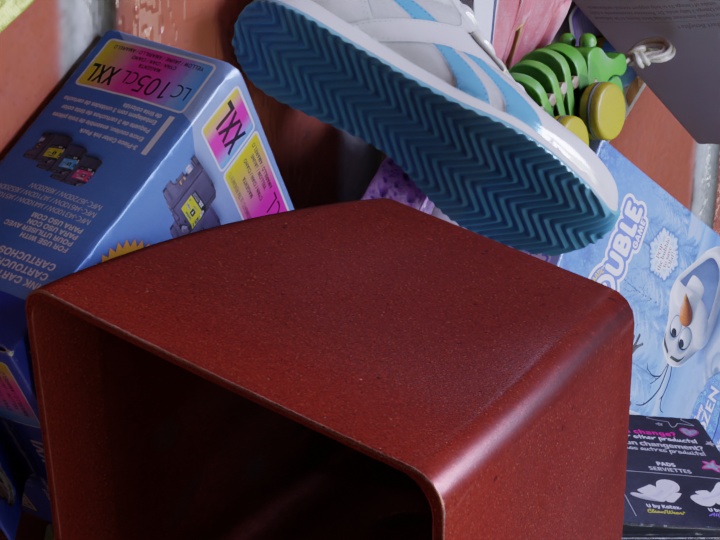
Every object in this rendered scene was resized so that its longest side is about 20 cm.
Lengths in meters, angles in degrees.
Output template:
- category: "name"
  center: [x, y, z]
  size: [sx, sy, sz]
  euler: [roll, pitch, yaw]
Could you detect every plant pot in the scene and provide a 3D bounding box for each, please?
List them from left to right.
- category: "plant pot"
  center: [0.006, 0.082, 0.906]
  size: [0.176, 0.200, 0.200]
  euler: [-35, 136, -39]

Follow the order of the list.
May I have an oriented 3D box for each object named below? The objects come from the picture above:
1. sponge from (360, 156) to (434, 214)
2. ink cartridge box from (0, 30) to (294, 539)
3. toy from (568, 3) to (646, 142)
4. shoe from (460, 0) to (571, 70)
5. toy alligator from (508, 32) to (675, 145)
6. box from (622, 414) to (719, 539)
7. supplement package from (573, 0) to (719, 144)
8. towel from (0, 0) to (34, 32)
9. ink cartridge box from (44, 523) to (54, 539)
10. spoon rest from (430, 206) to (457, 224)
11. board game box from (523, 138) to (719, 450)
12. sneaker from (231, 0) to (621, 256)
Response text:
- category: "sponge"
  center: [0.000, 0.000, 1.100]
  size: [0.200, 0.030, 0.112]
  euler: [-60, 177, -40]
- category: "ink cartridge box"
  center: [-0.114, 0.019, 0.957]
  size: [0.200, 0.076, 0.137]
  euler: [-54, 144, -27]
- category: "toy"
  center: [0.193, -0.173, 1.385]
  size: [0.200, 0.047, 0.115]
  euler: [-52, 144, -31]
- category: "shoe"
  center: [0.067, -0.182, 1.162]
  size: [0.091, 0.071, 0.200]
  euler: [-29, 133, -51]
- category: "toy alligator"
  center: [0.108, -0.098, 1.183]
  size: [0.200, 0.059, 0.054]
  euler: [-42, 127, -43]
- category: "box"
  center: [0.100, 0.178, 1.092]
  size: [0.132, 0.115, 0.200]
  euler: [5, 115, -16]
- category: "supplement package"
  center: [0.208, -0.173, 1.284]
  size: [0.200, 0.117, 0.117]
  euler: [43, 66, -34]
- category: "towel"
  center: [-0.174, -0.101, 0.858]
  size: [0.200, 0.018, 0.086]
  euler: [-51, 143, -34]
- category: "ink cartridge box"
  center: [-0.061, 0.197, 1.061]
  size: [0.200, 0.048, 0.146]
  euler: [6, 99, -25]
- category: "spoon rest"
  center: [0.049, 0.017, 1.224]
  size: [0.099, 0.061, 0.200]
  euler: [33, 72, -18]
- category: "board game box"
  center: [0.139, 0.058, 1.236]
  size: [0.199, 0.043, 0.200]
  euler: [32, 72, -43]
- category: "sneaker"
  center: [0.042, -0.085, 1.056]
  size: [0.077, 0.200, 0.081]
  euler: [-50, -174, 48]
